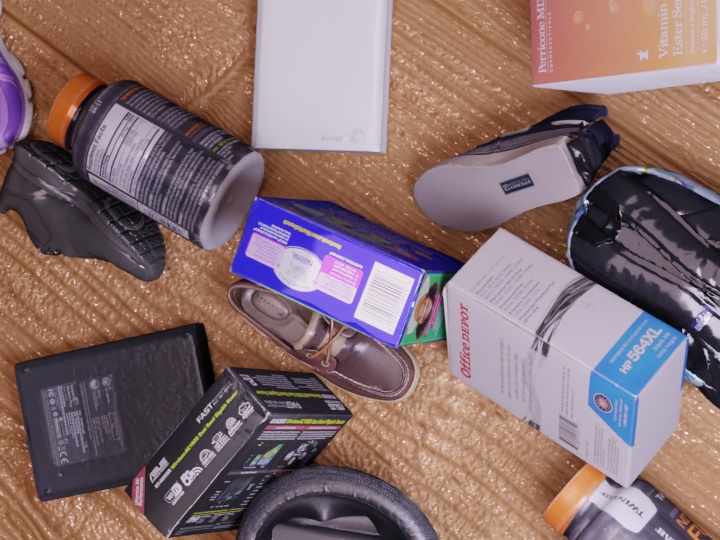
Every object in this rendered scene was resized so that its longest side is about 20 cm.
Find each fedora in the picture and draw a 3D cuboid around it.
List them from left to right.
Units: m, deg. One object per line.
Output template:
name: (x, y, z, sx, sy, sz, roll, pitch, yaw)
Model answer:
fedora: (-0.015, 0.268, 1.693, 0.198, 0.092, 0.203, 0, 93, 9)

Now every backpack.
backpack: (0.271, -0.006, 1.593, 0.199, 0.154, 0.164, 29, 103, -5)

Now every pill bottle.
pill bottle: (-0.199, -0.111, 1.738, 0.199, 0.106, 0.107, 30, 98, 15)
pill bottle: (0.254, 0.257, 1.605, 0.200, 0.106, 0.106, 42, 101, 12)

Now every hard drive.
hard drive: (-0.234, 0.140, 1.793, 0.198, 0.033, 0.141, -12, 86, 17)
hard drive: (-0.036, -0.214, 1.737, 0.131, 0.026, 0.202, 3, 90, 17)

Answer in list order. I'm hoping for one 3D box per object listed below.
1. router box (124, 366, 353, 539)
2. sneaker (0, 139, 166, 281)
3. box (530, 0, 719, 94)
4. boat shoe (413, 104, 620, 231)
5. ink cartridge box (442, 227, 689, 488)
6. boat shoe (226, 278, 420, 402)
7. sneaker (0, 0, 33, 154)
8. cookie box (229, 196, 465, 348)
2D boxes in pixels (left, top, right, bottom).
router box: (-0.107, 0.164, 1.665, 0.062, 0.200, 0.150, 45, 102, 19)
sneaker: (-0.273, -0.044, 1.794, 0.200, 0.076, 0.091, 38, 111, 19)
box: (0.252, -0.237, 1.566, 0.199, 0.106, 0.154, -3, 89, 45)
boat shoe: (0.146, -0.095, 1.664, 0.199, 0.093, 0.075, -9, 114, 42)
ink cartridge box: (0.175, 0.074, 1.585, 0.199, 0.147, 0.084, 33, 62, 25)
boat shoe: (-0.039, 0.063, 1.713, 0.199, 0.072, 0.073, 33, 99, 15)
sneaker: (-0.390, -0.211, 1.816, 0.080, 0.083, 0.202, -21, 85, 16)
cookie box: (0.000, 0.000, 1.635, 0.170, 0.200, 0.076, 24, 98, 16)
